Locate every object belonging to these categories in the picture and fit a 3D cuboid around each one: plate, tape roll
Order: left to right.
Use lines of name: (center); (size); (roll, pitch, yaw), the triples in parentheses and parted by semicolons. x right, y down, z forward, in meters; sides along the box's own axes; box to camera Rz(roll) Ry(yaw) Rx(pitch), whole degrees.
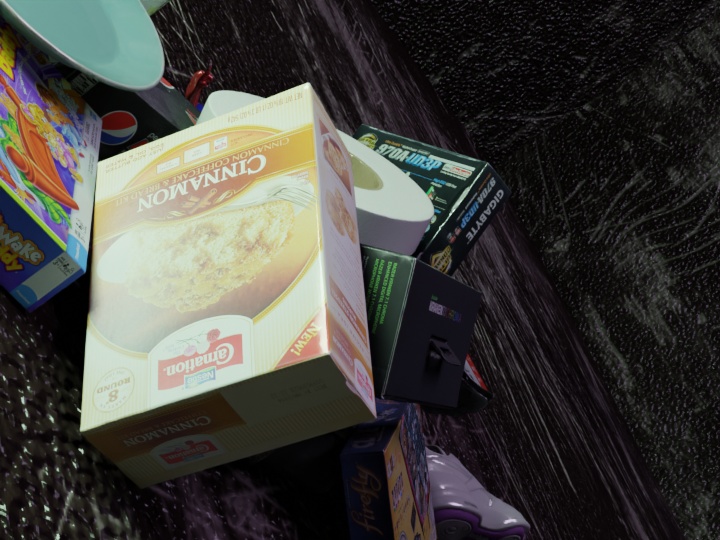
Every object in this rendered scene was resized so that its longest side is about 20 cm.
plate: (-0.214, -0.196, 0.890); (0.200, 0.025, 0.201); (44, 20, -21)
tape roll: (-0.037, -0.076, 1.015); (0.200, 0.037, 0.203); (26, 19, -9)

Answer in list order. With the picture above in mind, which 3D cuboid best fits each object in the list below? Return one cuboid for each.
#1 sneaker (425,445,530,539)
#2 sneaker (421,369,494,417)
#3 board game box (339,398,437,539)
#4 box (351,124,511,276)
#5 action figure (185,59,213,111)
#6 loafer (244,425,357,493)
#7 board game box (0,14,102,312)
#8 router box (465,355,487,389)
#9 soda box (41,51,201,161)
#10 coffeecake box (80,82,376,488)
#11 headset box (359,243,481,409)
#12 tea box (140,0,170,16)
sneaker: (0.099, 0.216, 1.232); (0.200, 0.074, 0.101); (40, 22, -54)
sneaker: (0.037, 0.069, 1.283); (0.202, 0.103, 0.060); (59, 13, 9)
board game box: (0.025, 0.178, 1.004); (0.200, 0.034, 0.138); (-38, 121, -78)
box: (0.022, -0.046, 1.208); (0.199, 0.160, 0.046); (23, -18, 50)
action figure: (-0.130, -0.152, 1.192); (0.065, 0.099, 0.201); (31, 23, -15)
loafer: (-0.036, 0.125, 0.949); (0.073, 0.072, 0.200); (63, 14, 9)
board game box: (-0.222, -0.084, 0.793); (0.135, 0.044, 0.201); (50, 14, -30)
router box: (0.064, 0.064, 1.527); (0.202, 0.048, 0.179); (63, 13, 22)
soda box: (-0.176, -0.118, 1.012); (0.200, 0.063, 0.071); (42, 19, -52)
coffeecake box: (-0.079, 0.007, 0.768); (0.073, 0.151, 0.202); (56, 22, -48)
headset box: (-0.022, 0.030, 0.915); (0.174, 0.197, 0.094); (24, 80, -69)
tea box: (-0.213, -0.310, 1.025); (0.200, 0.195, 0.134); (48, 14, -31)
